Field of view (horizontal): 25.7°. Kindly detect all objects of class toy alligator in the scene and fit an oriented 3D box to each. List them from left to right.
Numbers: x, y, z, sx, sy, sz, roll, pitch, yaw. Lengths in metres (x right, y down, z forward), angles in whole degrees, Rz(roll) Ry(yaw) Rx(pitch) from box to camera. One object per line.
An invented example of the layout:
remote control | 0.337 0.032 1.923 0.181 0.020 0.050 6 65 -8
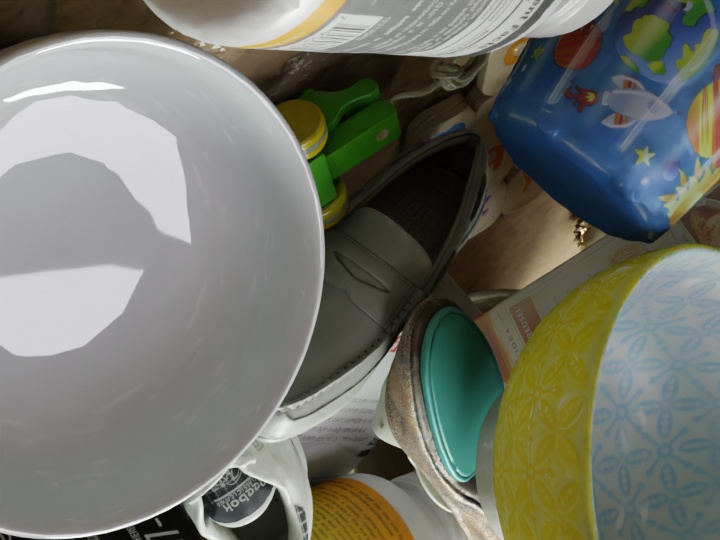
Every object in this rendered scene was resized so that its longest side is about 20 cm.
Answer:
toy alligator | -0.027 -0.058 0.734 0.200 0.054 0.060 -40 144 -18

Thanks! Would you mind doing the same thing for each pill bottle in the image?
pill bottle | -0.021 0.179 0.878 0.199 0.111 0.112 -17 149 -39
pill bottle | 0.014 -0.136 0.571 0.199 0.117 0.117 -7 143 -50

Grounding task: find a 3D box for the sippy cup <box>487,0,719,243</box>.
sippy cup | 0.132 -0.089 0.716 0.131 0.177 0.140 -52 141 -7

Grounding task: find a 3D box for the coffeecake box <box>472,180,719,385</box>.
coffeecake box | 0.171 0.018 0.865 0.199 0.074 0.153 -34 162 26

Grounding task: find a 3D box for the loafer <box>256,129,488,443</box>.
loafer | 0.000 0.000 0.750 0.200 0.070 0.070 -51 171 -39

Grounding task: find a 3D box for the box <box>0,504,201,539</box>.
box | -0.137 0.152 0.768 0.043 0.201 0.161 -15 149 -40

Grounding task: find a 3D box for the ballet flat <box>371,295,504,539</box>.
ballet flat | 0.045 0.086 0.789 0.068 0.067 0.201 -56 136 -30

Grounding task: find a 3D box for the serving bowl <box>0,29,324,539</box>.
serving bowl | -0.114 0.000 0.629 0.198 0.066 0.203 -12 112 -30

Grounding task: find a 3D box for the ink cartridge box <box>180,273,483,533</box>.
ink cartridge box | -0.043 0.067 0.889 0.200 0.086 0.146 -47 155 16

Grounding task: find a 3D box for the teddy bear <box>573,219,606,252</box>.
teddy bear | 0.233 -0.062 1.095 0.198 0.067 0.146 -23 144 -17

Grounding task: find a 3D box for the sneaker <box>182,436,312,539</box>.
sneaker | -0.076 0.065 0.752 0.076 0.081 0.201 -27 118 9

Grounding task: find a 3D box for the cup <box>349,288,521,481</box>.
cup | 0.083 0.109 1.054 0.199 0.201 0.143 -37 -175 -2

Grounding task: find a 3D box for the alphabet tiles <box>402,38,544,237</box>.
alphabet tiles | 0.104 -0.095 0.897 0.199 0.015 0.196 -29 155 -19

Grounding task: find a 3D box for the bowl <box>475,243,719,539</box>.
bowl | 0.118 0.091 0.732 0.107 0.203 0.199 -5 -177 42
